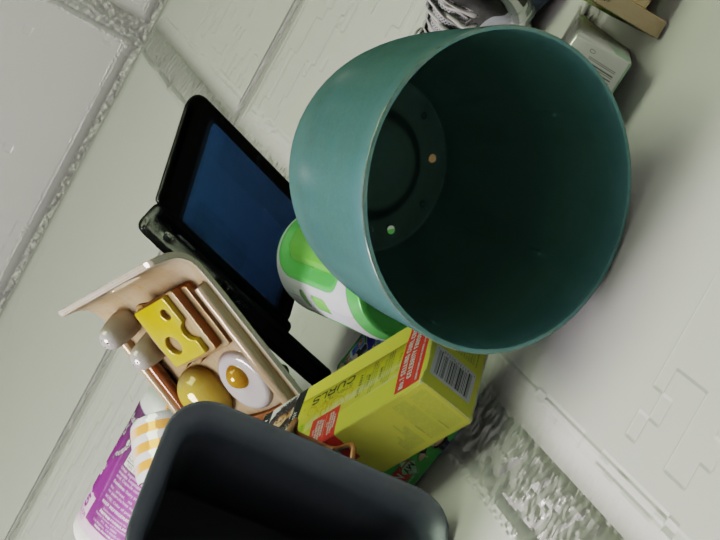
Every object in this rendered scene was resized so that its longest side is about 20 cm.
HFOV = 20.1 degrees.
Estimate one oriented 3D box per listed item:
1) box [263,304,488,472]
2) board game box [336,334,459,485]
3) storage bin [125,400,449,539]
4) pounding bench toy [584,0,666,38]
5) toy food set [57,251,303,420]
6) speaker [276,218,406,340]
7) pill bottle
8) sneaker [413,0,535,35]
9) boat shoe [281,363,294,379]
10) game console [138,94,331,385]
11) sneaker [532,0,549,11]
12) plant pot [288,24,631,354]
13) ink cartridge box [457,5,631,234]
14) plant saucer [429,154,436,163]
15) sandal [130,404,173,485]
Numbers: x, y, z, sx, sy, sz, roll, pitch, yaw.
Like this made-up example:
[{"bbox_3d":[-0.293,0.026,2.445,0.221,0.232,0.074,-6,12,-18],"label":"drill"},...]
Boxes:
[{"bbox_3d":[0.002,0.102,1.389,0.200,0.050,0.076,-32,28,42],"label":"box"},{"bbox_3d":[0.024,0.092,1.493,0.135,0.029,0.201,-52,19,30],"label":"board game box"},{"bbox_3d":[-0.059,0.181,1.345,0.134,0.199,0.146,130,161,-63],"label":"storage bin"},{"bbox_3d":[0.147,-0.284,1.405,0.157,0.199,0.124,-61,17,8],"label":"pounding bench toy"},{"bbox_3d":[-0.130,0.087,1.525,0.143,0.200,0.060,-26,15,49],"label":"toy food set"},{"bbox_3d":[0.000,0.000,1.505,0.089,0.088,0.200,-63,20,-2],"label":"speaker"},{"bbox_3d":[-0.162,0.169,1.787,0.201,0.112,0.112,-60,17,9],"label":"pill bottle"},{"bbox_3d":[0.063,-0.165,1.442,0.115,0.075,0.200,-42,-13,3],"label":"sneaker"},{"bbox_3d":[-0.093,0.112,1.660,0.201,0.063,0.074,86,-160,-77],"label":"boat shoe"},{"bbox_3d":[-0.073,-0.016,1.618,0.117,0.200,0.176,-49,47,-3],"label":"game console"},{"bbox_3d":[0.101,-0.240,1.689,0.147,0.077,0.203,-53,20,21],"label":"sneaker"},{"bbox_3d":[0.046,-0.059,1.301,0.161,0.200,0.202,15,78,58],"label":"plant pot"},{"bbox_3d":[0.135,-0.105,1.471,0.162,0.050,0.200,-59,-1,14],"label":"ink cartridge box"},{"bbox_3d":[0.054,-0.100,1.528,0.200,0.036,0.200,-35,5,4],"label":"plant saucer"},{"bbox_3d":[-0.161,0.125,1.678,0.079,0.059,0.208,-37,42,46],"label":"sandal"}]
